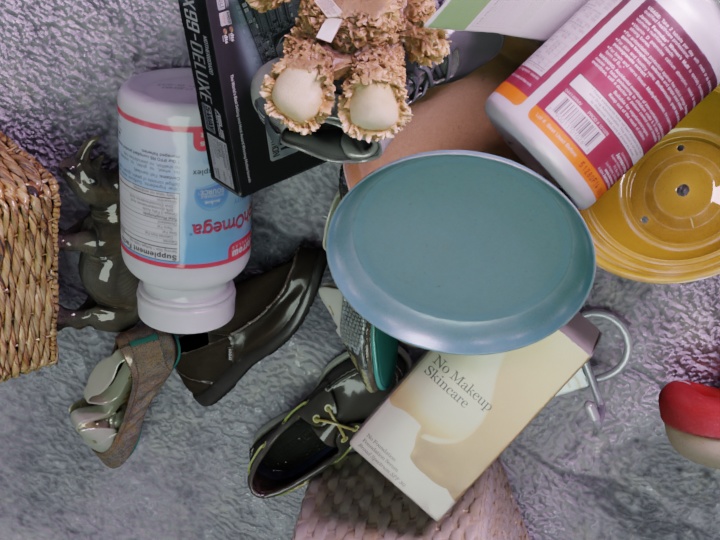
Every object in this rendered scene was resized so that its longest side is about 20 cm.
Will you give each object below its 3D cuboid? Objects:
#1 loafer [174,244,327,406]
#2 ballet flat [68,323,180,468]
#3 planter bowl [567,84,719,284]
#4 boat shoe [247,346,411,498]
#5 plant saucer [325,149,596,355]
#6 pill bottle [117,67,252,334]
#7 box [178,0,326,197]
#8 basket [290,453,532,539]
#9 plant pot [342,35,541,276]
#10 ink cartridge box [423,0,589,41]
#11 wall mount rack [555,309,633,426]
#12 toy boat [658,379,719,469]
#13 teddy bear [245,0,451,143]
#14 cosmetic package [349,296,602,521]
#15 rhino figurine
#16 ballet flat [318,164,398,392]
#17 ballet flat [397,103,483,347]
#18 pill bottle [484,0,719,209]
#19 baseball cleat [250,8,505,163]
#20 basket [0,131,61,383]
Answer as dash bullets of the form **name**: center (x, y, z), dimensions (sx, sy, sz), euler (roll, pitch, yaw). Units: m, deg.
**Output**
- **loafer**: center (-0.105, 0.043, 1.246), dimensions (0.071, 0.073, 0.200), euler (38, 119, -13)
- **ballet flat**: center (-0.229, 0.117, 1.302), dimensions (0.068, 0.067, 0.200), euler (54, 135, 27)
- **planter bowl**: center (0.243, -0.073, 1.086), dimensions (0.199, 0.202, 0.083), euler (-12, 158, 16)
- **boat shoe**: center (-0.029, 0.141, 1.302), dimensions (0.072, 0.061, 0.201), euler (40, 119, -15)
- **plant saucer**: center (0.074, -0.015, 1.052), dimensions (0.199, 0.028, 0.201), euler (6, 134, 6)
- **pill bottle**: center (-0.142, -0.055, 1.160), dimensions (0.108, 0.109, 0.201), euler (6, 116, 6)
- **box**: center (-0.052, -0.176, 1.065), dimensions (0.157, 0.050, 0.201), euler (-25, 124, -28)
- **basket**: center (0.050, 0.272, 1.293), dimensions (0.197, 0.200, 0.162), euler (-11, 113, 15)
- **plant pot**: center (0.079, -0.096, 1.107), dimensions (0.199, 0.027, 0.201), euler (-1, 94, -14)
- **ink cartridge box**: center (0.130, -0.225, 0.979), dimensions (0.146, 0.199, 0.048), euler (-47, 66, 30)
- **wall mount rack**: center (0.126, 0.066, 1.225), dimensions (0.199, 0.075, 0.175), euler (-20, 96, 19)
- **toy boat**: center (0.347, 0.090, 1.190), dimensions (0.199, 0.130, 0.132), euler (-13, 88, 16)
- **teddy bear**: center (-0.007, -0.173, 0.982), dimensions (0.144, 0.201, 0.067), euler (-10, 153, -1)
- **cosmetic package**: center (0.094, 0.097, 1.169), dimensions (0.105, 0.071, 0.200), euler (39, 111, 3)
- **rhino figurine**: center (-0.226, -0.028, 1.230), dimensions (0.087, 0.060, 0.201), euler (-2, 122, -11)
- **ballet flat**: center (0.000, 0.000, 1.186), dimensions (0.072, 0.072, 0.202), euler (4, 99, 7)
- **ballet flat**: center (0.059, -0.038, 1.159), dimensions (0.067, 0.072, 0.201), euler (7, 91, 3)
- **pill bottle**: center (0.194, -0.148, 1.022), dimensions (0.200, 0.110, 0.110), euler (-43, 108, 2)
- **baseball cleat**: center (0.024, -0.128, 1.023), dimensions (0.199, 0.107, 0.070), euler (-18, 143, -10)
- **basket**: center (-0.348, -0.006, 1.187), dimensions (0.143, 0.149, 0.201), euler (37, 133, 36)
